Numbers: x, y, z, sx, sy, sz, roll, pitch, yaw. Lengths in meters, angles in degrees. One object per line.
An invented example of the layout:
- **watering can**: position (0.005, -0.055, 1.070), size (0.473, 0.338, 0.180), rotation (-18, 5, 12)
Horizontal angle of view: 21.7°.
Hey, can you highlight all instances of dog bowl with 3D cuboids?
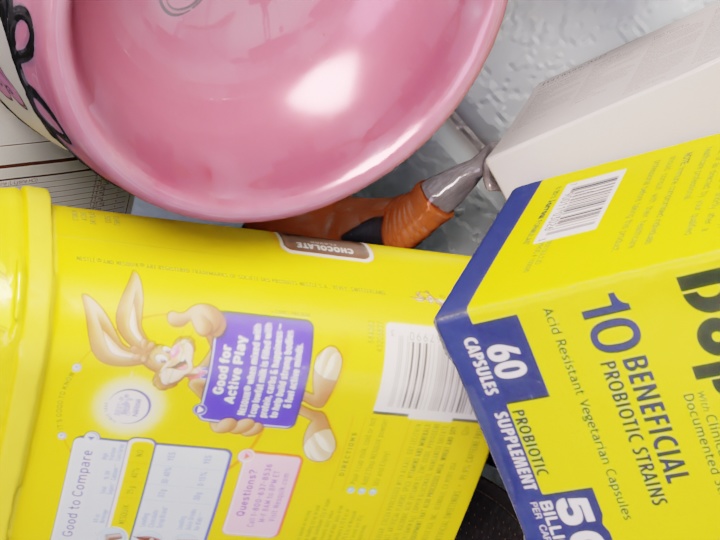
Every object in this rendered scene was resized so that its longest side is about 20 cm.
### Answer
- **dog bowl**: position (-0.035, -0.105, 0.625), size (0.198, 0.074, 0.202), rotation (-14, 126, -20)

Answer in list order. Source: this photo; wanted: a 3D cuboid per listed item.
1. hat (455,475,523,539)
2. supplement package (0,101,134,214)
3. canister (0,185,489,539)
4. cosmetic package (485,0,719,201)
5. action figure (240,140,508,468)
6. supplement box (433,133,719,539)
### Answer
- **hat**: position (0.065, 0.167, 0.842), size (0.200, 0.080, 0.203), rotation (21, 120, 43)
- **supplement package**: position (-0.187, -0.088, 0.742), size (0.191, 0.146, 0.202), rotation (48, 133, 38)
- **canister**: position (-0.055, 0.051, 0.703), size (0.198, 0.087, 0.150), rotation (7, 126, -17)
- **cosmetic package**: position (0.150, -0.072, 0.693), size (0.199, 0.083, 0.051), rotation (-22, 108, 31)
- **action figure**: position (0.000, 0.000, 0.799), size (0.198, 0.105, 0.194), rotation (26, 131, -8)
- **supplement box**: position (0.143, 0.018, 0.629), size (0.198, 0.110, 0.110), rotation (-14, 111, 27)
